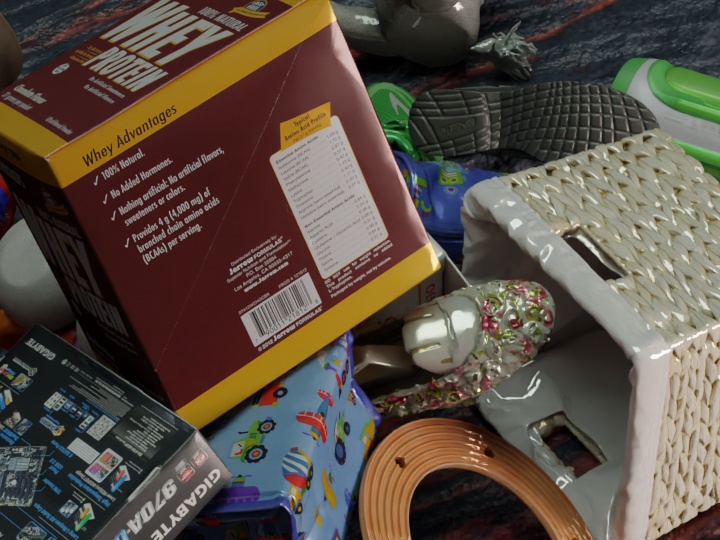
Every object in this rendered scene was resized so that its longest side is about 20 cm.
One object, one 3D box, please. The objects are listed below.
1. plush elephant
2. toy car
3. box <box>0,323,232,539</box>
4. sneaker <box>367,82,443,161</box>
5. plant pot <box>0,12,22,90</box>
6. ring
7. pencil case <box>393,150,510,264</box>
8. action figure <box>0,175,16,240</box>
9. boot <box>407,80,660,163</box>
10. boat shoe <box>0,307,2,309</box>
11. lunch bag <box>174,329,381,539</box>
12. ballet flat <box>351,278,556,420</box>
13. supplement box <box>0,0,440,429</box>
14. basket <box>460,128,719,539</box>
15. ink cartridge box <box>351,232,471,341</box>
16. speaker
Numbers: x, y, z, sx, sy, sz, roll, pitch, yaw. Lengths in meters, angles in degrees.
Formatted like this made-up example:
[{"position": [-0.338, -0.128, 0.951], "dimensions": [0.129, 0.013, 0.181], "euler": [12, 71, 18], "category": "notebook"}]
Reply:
[{"position": [0.064, -0.257, 1.874], "dimensions": [0.199, 0.165, 0.156], "euler": [20, 56, -15], "category": "plush elephant"}, {"position": [-0.174, 0.062, 1.578], "dimensions": [0.199, 0.175, 0.151], "euler": [28, 87, 29], "category": "toy car"}, {"position": [-0.190, 0.129, 1.351], "dimensions": [0.159, 0.046, 0.200], "euler": [-46, 39, -15], "category": "box"}, {"position": [0.028, -0.083, 1.743], "dimensions": [0.073, 0.084, 0.201], "euler": [-5, 43, 1], "category": "sneaker"}, {"position": [-0.390, -0.143, 1.786], "dimensions": [0.199, 0.200, 0.174], "euler": [17, 63, 21], "category": "plant pot"}, {"position": [0.078, 0.183, 1.436], "dimensions": [0.200, 0.019, 0.201], "euler": [26, 42, -26], "category": "ring"}, {"position": [0.104, -0.036, 1.647], "dimensions": [0.199, 0.079, 0.087], "euler": [7, 14, -20], "category": "pencil case"}, {"position": [-0.264, -0.091, 1.712], "dimensions": [0.200, 0.099, 0.066], "euler": [-40, 36, 26], "category": "action figure"}, {"position": [0.142, -0.117, 1.737], "dimensions": [0.199, 0.068, 0.131], "euler": [6, 10, 18], "category": "boot"}, {"position": [-0.351, 0.002, 1.701], "dimensions": [0.199, 0.065, 0.072], "euler": [24, 49, 26], "category": "boat shoe"}, {"position": [-0.106, 0.118, 1.408], "dimensions": [0.199, 0.094, 0.151], "euler": [-1, 42, 20], "category": "lunch bag"}, {"position": [0.031, 0.056, 1.453], "dimensions": [0.199, 0.064, 0.076], "euler": [-26, 62, 31], "category": "ballet flat"}, {"position": [-0.093, -0.049, 1.384], "dimensions": [0.197, 0.201, 0.133], "euler": [-33, 28, -17], "category": "supplement box"}, {"position": [0.182, 0.041, 1.519], "dimensions": [0.160, 0.201, 0.198], "euler": [-24, 47, -22], "category": "basket"}, {"position": [0.000, 0.000, 1.557], "dimensions": [0.067, 0.117, 0.200], "euler": [-32, 59, -18], "category": "ink cartridge box"}, {"position": [0.288, -0.099, 1.738], "dimensions": [0.199, 0.089, 0.089], "euler": [20, 49, 24], "category": "speaker"}]
